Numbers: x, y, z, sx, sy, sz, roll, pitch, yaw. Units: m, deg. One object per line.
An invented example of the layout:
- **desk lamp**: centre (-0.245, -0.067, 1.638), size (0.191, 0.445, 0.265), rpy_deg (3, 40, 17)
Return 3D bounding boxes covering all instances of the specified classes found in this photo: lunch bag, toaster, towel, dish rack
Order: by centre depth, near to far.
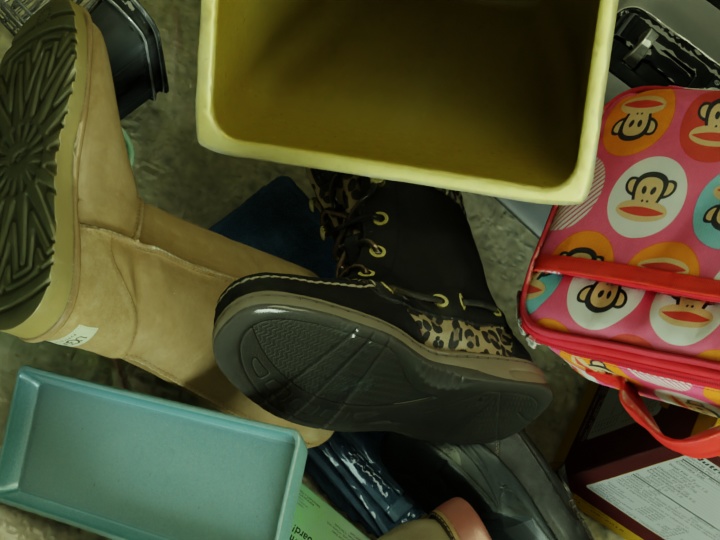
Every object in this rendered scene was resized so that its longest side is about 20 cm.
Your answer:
- **lunch bag**: centre (0.176, 0.003, 0.770), size (0.082, 0.199, 0.177), rpy_deg (39, 70, -42)
- **dish rack**: centre (-0.190, -0.165, 0.863), size (0.055, 0.153, 0.200), rpy_deg (-44, 88, -10)
- **towel**: centre (-0.016, 0.045, 0.903), size (0.200, 0.049, 0.112), rpy_deg (49, 56, 3)
- **toaster**: centre (0.176, -0.105, 0.990), size (0.118, 0.200, 0.181), rpy_deg (40, 64, 0)

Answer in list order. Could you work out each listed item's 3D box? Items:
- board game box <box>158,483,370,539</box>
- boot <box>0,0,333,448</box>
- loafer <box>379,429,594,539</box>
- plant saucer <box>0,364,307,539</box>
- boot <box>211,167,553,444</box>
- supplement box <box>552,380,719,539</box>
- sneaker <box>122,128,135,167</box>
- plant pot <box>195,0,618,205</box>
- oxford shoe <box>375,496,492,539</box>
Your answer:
- **board game box**: centre (-0.029, 0.190, 0.803), size (0.200, 0.029, 0.135), rpy_deg (44, 55, -25)
- **boot**: centre (-0.091, -0.017, 0.790), size (0.199, 0.066, 0.177), rpy_deg (24, 59, -46)
- **loafer**: centre (0.096, 0.132, 0.876), size (0.200, 0.072, 0.072), rpy_deg (52, 54, -25)
- **plant saucer**: centre (-0.102, 0.094, 0.761), size (0.019, 0.199, 0.071), rpy_deg (16, 84, -48)
- **boot**: centre (0.000, 0.000, 0.794), size (0.199, 0.073, 0.152), rpy_deg (14, 45, -37)
- **supplement box**: centre (0.234, 0.057, 0.906), size (0.132, 0.200, 0.198), rpy_deg (32, 68, -8)
- **sneaker**: centre (-0.211, -0.047, 0.804), size (0.199, 0.118, 0.074), rpy_deg (-21, 109, -32)
- **plant pot**: centre (0.038, -0.170, 0.820), size (0.194, 0.196, 0.200), rpy_deg (9, 24, 7)
- **oxford shoe**: centre (0.048, 0.220, 0.814), size (0.074, 0.070, 0.202), rpy_deg (-18, 93, -16)
